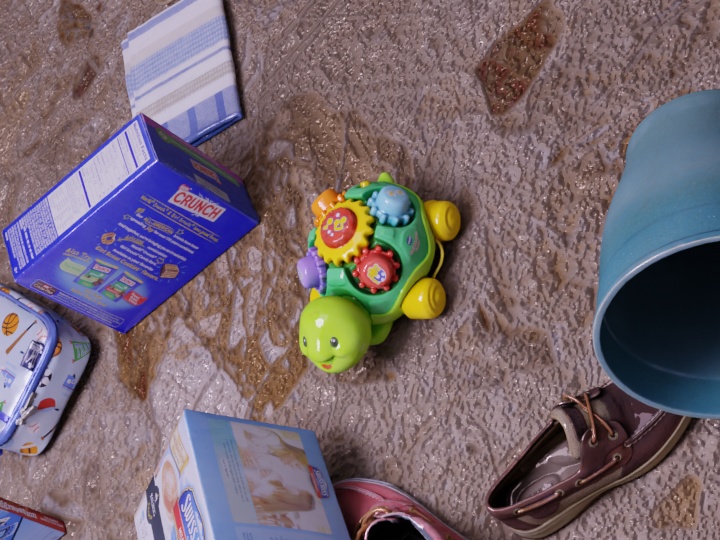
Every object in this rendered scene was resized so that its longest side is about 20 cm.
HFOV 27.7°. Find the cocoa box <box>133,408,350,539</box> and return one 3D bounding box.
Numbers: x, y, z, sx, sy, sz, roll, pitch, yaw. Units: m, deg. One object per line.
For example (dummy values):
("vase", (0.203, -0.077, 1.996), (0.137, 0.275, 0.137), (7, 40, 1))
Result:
("cocoa box", (-0.095, 0.235, 1.214), (0.132, 0.132, 0.201), (-64, 29, 28))

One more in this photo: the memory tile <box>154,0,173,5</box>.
("memory tile", (-0.203, -0.426, 1.755), (0.152, 0.017, 0.202), (-29, 53, 23))

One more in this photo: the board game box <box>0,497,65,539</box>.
("board game box", (-0.406, 0.304, 1.485), (0.200, 0.103, 0.020), (-39, 50, 15))

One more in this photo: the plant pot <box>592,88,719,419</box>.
("plant pot", (0.268, -0.025, 1.087), (0.199, 0.200, 0.189), (-23, 42, 27))

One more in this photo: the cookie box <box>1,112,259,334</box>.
("cookie box", (-0.232, -0.044, 1.483), (0.199, 0.171, 0.076), (-37, 54, 16))

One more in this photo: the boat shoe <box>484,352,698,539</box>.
("boat shoe", (0.179, 0.132, 1.145), (0.200, 0.072, 0.072), (-40, 50, 14))

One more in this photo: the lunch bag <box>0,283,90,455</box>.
("lunch bag", (-0.387, 0.107, 1.581), (0.199, 0.075, 0.161), (26, 87, 43))

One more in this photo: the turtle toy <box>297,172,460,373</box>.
("turtle toy", (0.000, 0.000, 1.328), (0.145, 0.101, 0.202), (-2, 67, 37))

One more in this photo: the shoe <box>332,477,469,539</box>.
("shoe", (0.022, 0.217, 1.210), (0.199, 0.091, 0.072), (23, 83, 42))

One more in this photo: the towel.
("towel", (-0.202, -0.219, 1.647), (0.146, 0.024, 0.202), (-27, 56, 21))
